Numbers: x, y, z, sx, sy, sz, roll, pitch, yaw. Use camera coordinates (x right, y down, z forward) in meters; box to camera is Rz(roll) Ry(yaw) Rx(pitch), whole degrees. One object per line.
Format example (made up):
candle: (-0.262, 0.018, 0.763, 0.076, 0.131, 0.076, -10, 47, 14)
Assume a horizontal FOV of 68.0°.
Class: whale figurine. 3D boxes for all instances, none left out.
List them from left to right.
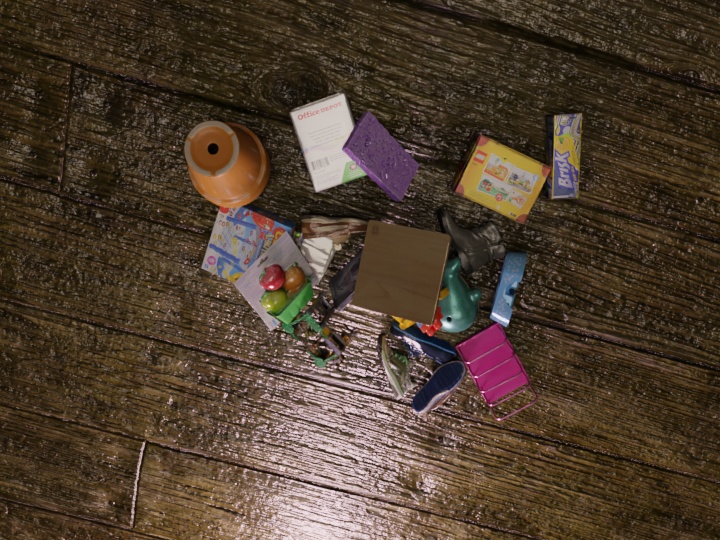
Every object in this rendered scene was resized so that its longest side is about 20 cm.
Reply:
whale figurine: (0.235, 0.068, 1.386, 0.156, 0.104, 0.203, -1, 115, 24)

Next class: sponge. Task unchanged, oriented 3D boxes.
sponge: (0.053, -0.273, 1.296, 0.199, 0.030, 0.113, 39, 72, -28)

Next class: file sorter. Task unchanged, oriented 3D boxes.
file sorter: (0.370, 0.274, 1.441, 0.138, 0.126, 0.202, -30, 103, 7)

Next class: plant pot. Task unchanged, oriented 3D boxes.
plant pot: (-0.325, -0.263, 1.261, 0.196, 0.183, 0.204, 0, 88, 0)

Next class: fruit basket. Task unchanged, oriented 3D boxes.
fruit basket: (-0.210, 0.029, 1.354, 0.186, 0.093, 0.201, -47, 131, -17)

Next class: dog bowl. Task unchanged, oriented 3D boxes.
dog bowl: (0.383, 0.044, 1.392, 0.049, 0.111, 0.204, 16, 107, 12)

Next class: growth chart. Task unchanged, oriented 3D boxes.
growth chart: (-0.141, -0.039, 1.430, 0.144, 0.018, 0.201, 33, 104, -6)

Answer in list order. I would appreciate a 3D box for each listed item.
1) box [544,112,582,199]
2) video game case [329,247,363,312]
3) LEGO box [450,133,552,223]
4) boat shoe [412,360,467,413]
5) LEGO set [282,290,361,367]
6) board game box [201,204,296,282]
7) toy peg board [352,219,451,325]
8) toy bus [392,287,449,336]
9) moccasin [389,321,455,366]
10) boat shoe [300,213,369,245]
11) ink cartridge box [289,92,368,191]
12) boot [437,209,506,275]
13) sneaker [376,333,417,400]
box: (0.498, -0.281, 1.316, 0.069, 0.064, 0.204, -3, 106, 3)
video game case: (0.000, 0.000, 1.372, 0.200, 0.143, 0.019, -44, 117, 13)
LEGO box: (0.346, -0.229, 1.328, 0.197, 0.077, 0.151, 24, 105, -4)
boat shoe: (0.229, 0.323, 1.491, 0.072, 0.073, 0.200, 17, 126, -44)
LEGO set: (-0.102, 0.153, 1.455, 0.200, 0.116, 0.154, 43, 132, -6)
board game box: (-0.294, -0.063, 1.401, 0.193, 0.056, 0.203, 22, 105, 1)
toy peg board: (0.104, 0.004, 1.236, 0.197, 0.098, 0.203, 13, 92, 22)
toy bus: (0.152, 0.056, 1.336, 0.193, 0.135, 0.201, 49, 125, 17)
moccasin: (0.165, 0.209, 1.458, 0.198, 0.081, 0.069, 27, 110, -5)
boat shoe: (-0.058, -0.104, 1.376, 0.196, 0.076, 0.075, 5, 99, 4)
ink cartridge box: (-0.073, -0.316, 1.314, 0.143, 0.088, 0.203, -17, 106, 5)
boot: (0.289, -0.097, 1.382, 0.129, 0.068, 0.202, -30, 110, 5)
sneaker: (0.103, 0.256, 1.486, 0.087, 0.077, 0.203, -22, 110, -6)
